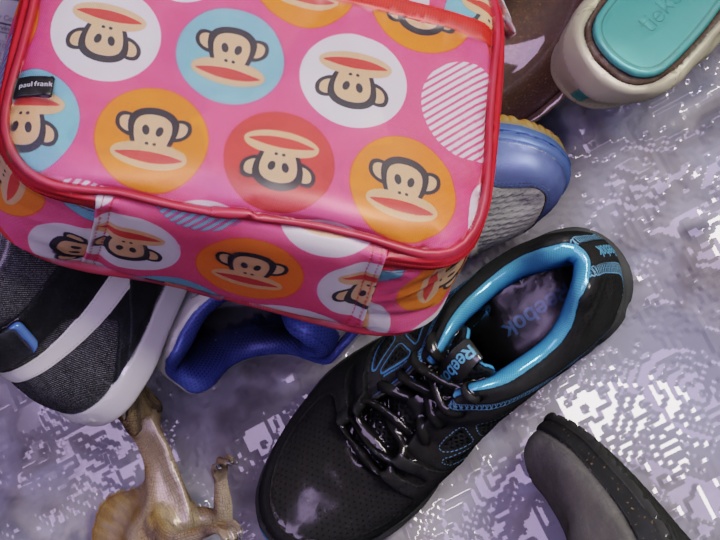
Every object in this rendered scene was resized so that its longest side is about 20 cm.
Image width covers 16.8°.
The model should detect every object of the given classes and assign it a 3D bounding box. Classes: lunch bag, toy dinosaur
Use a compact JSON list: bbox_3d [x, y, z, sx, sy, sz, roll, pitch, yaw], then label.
[{"bbox_3d":[-0.042,-0.076,0.979,0.200,0.082,0.177,12,59,-7],"label":"lunch bag"},{"bbox_3d":[-0.088,0.143,1.076,0.101,0.058,0.200,19,103,39],"label":"toy dinosaur"}]

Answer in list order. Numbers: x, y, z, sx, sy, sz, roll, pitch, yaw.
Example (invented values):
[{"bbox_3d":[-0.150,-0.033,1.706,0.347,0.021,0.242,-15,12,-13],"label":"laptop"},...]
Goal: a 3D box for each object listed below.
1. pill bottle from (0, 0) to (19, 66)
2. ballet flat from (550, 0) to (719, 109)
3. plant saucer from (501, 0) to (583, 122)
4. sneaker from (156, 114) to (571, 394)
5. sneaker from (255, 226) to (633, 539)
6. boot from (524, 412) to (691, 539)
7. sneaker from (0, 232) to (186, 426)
[{"bbox_3d":[-0.167,-0.086,1.090,0.108,0.109,0.201,8,84,12],"label":"pill bottle"},{"bbox_3d":[0.156,-0.135,1.048,0.200,0.070,0.069,-39,76,-21],"label":"ballet flat"},{"bbox_3d":[0.025,-0.144,1.096,0.200,0.037,0.201,-1,82,10],"label":"plant saucer"},{"bbox_3d":[0.000,0.000,1.050,0.200,0.075,0.088,-20,44,17],"label":"sneaker"},{"bbox_3d":[0.028,0.049,1.047,0.200,0.082,0.073,-43,80,5],"label":"sneaker"},{"bbox_3d":[0.084,0.151,0.984,0.131,0.068,0.200,-42,39,2],"label":"boot"},{"bbox_3d":[-0.111,-0.045,1.021,0.073,0.112,0.200,5,69,46],"label":"sneaker"}]
